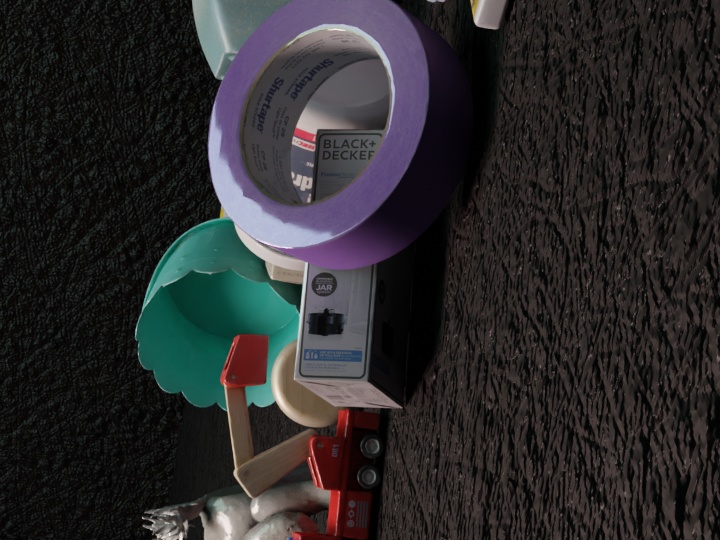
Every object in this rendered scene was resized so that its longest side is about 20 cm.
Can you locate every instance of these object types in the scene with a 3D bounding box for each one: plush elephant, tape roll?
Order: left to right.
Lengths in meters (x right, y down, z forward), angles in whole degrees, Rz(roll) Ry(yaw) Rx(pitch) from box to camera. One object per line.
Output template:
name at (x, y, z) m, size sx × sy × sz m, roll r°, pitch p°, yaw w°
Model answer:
plush elephant at (-0.084, 0.271, 1.440) m, size 0.165 × 0.199 × 0.156 m, roll 170°, pitch 89°, yaw -72°
tape roll at (-0.017, -0.105, 1.187) m, size 0.199 × 0.066 × 0.202 m, roll -11°, pitch 69°, yaw 33°

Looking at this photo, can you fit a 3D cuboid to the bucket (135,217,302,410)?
bucket at (-0.153, 0.047, 1.863) m, size 0.135 × 0.206 × 0.208 m, roll -86°, pitch 8°, yaw -57°

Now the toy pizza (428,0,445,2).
toy pizza at (0.011, -0.302, 1.297) m, size 0.032 × 0.200 × 0.200 m, roll -40°, pitch 12°, yaw -1°

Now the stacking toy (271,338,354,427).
stacking toy at (-0.046, 0.110, 1.556) m, size 0.200 × 0.085 × 0.086 m, roll 125°, pitch 151°, yaw -83°

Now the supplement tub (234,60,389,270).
supplement tub at (-0.042, -0.112, 1.479) m, size 0.201 × 0.139 × 0.141 m, roll 106°, pitch 167°, yaw -44°

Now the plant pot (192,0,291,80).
plant pot at (-0.091, -0.309, 1.747) m, size 0.196 × 0.194 × 0.202 m, roll 142°, pitch 134°, yaw -76°

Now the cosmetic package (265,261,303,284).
cosmetic package at (-0.055, -0.093, 1.736) m, size 0.104 × 0.073 × 0.201 m, roll -119°, pitch 38°, yaw -75°

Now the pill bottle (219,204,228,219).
pill bottle at (-0.115, -0.090, 1.972) m, size 0.112 × 0.111 × 0.202 m, roll -136°, pitch 54°, yaw -78°

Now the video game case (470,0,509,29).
video game case at (0.104, -0.300, 1.105) m, size 0.183 × 0.023 × 0.201 m, roll -94°, pitch 15°, yaw -49°

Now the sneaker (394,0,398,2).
sneaker at (-0.009, -0.242, 1.549) m, size 0.146 × 0.080 × 0.201 m, roll 171°, pitch 112°, yaw -84°

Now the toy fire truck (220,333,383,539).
toy fire truck at (-0.054, 0.160, 1.348) m, size 0.049 × 0.140 × 0.202 m, roll 151°, pitch 125°, yaw -78°

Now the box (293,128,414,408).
box at (0.000, 0.000, 1.261) m, size 0.117 × 0.060 × 0.201 m, roll 46°, pitch -134°, yaw -68°
